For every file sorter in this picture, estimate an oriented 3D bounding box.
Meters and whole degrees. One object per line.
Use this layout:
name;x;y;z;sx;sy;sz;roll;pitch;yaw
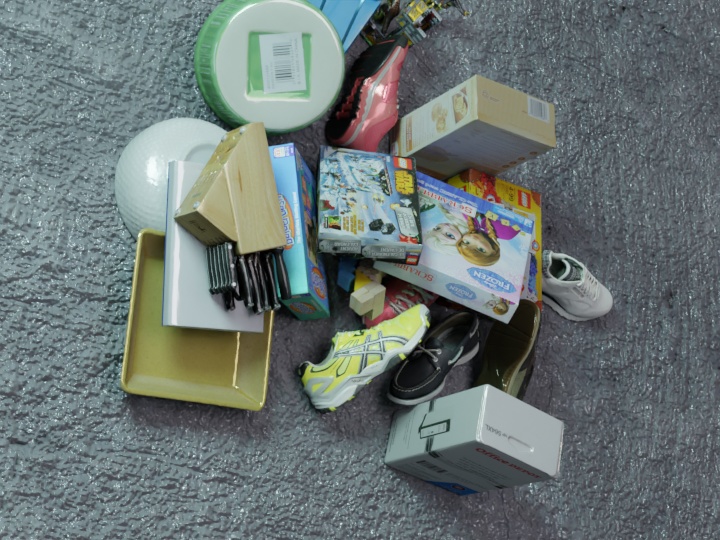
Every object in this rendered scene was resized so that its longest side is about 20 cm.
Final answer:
file sorter;-0.069;-0.421;1.747;0.200;0.123;0.139;31;55;0

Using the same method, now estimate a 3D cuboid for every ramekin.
ramekin;-0.116;-0.274;1.654;0.200;0.098;0.200;-3;101;-14

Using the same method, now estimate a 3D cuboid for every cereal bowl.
cereal bowl;-0.207;-0.108;1.597;0.200;0.083;0.200;14;65;-33

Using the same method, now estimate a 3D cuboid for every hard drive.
hard drive;-0.177;-0.027;1.532;0.132;0.025;0.200;7;81;-35

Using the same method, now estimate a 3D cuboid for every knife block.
knife block;-0.128;-0.054;1.516;0.176;0.064;0.200;40;63;-26

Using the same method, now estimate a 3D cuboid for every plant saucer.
plant saucer;-0.205;0.065;1.547;0.200;0.048;0.200;13;76;-35

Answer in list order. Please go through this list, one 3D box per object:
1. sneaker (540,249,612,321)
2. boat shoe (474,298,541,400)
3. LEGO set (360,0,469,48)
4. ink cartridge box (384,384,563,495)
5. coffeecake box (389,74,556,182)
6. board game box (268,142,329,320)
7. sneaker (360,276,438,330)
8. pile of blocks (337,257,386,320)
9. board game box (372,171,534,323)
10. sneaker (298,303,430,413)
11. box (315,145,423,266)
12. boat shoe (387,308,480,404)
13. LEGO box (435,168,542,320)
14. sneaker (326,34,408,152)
sneaker;0.335;0.023;1.970;0.200;0.080;0.076;22;60;-32
boat shoe;0.219;0.141;1.824;0.066;0.072;0.201;22;88;-51
LEGO set;0.071;-0.418;1.895;0.200;0.116;0.154;-40;100;-39
ink cartridge box;0.152;0.232;1.676;0.146;0.200;0.084;28;59;-28
coffeecake box;0.162;-0.198;1.835;0.153;0.200;0.073;14;66;-34
board game box;-0.083;-0.047;1.637;0.045;0.152;0.200;-9;74;7
sneaker;0.071;0.028;1.750;0.074;0.087;0.200;47;52;-14
pile of blocks;0.000;0.000;1.717;0.082;0.062;0.200;9;40;3
board game box;0.134;-0.038;1.733;0.200;0.041;0.200;22;40;-3
sneaker;0.008;0.103;1.653;0.200;0.075;0.076;-38;95;-12
box;0.009;-0.090;1.674;0.137;0.040;0.200;7;39;-7
boat shoe;0.102;0.118;1.753;0.200;0.076;0.060;-41;141;-48
LEGO box;0.195;-0.033;1.882;0.149;0.077;0.200;16;65;-32
sneaker;0.024;-0.253;1.832;0.087;0.074;0.200;39;70;-35
